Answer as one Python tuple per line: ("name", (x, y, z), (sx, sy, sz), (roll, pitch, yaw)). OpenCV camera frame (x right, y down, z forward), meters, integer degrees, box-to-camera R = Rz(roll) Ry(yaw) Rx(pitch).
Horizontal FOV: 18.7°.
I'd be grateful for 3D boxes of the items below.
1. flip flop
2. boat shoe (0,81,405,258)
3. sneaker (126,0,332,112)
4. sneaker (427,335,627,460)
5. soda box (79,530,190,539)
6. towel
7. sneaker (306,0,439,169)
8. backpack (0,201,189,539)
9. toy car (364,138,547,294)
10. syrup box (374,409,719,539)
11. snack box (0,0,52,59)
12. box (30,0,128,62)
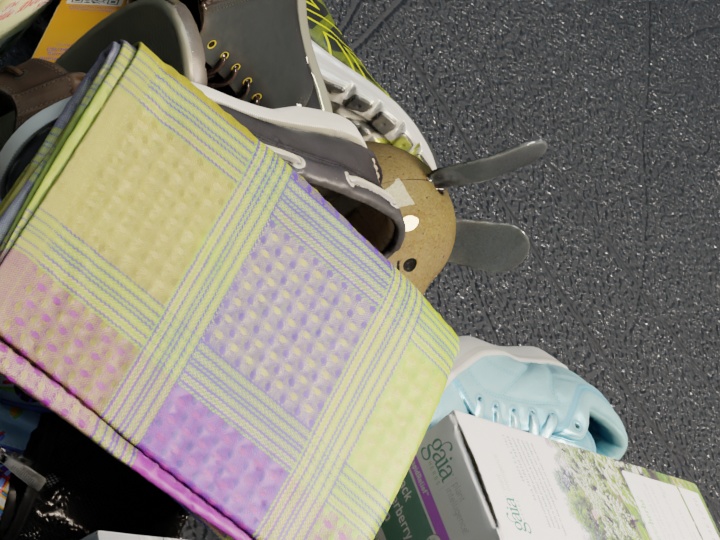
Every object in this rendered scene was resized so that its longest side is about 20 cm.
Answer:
("flip flop", (-0.152, -0.060, 0.984), (0.057, 0.199, 0.082), (2, 70, -61))
("boat shoe", (-0.060, -0.029, 0.902), (0.199, 0.074, 0.060), (4, 42, -49))
("sneaker", (-0.073, -0.098, 1.136), (0.106, 0.074, 0.202), (-43, 132, -52))
("sneaker", (0.081, 0.081, 1.124), (0.082, 0.074, 0.199), (30, 19, 27))
("soda box", (-0.047, 0.151, 0.866), (0.199, 0.063, 0.069), (15, 55, -47))
("towel", (-0.056, 0.020, 0.842), (0.200, 0.023, 0.144), (39, 61, -21))
("sneaker", (-0.024, -0.117, 1.255), (0.200, 0.074, 0.085), (42, 37, -21))
("backpack", (-0.166, 0.036, 0.895), (0.199, 0.135, 0.183), (17, 21, -32))
("toy car", (0.000, 0.000, 1.063), (0.198, 0.165, 0.159), (-18, 62, -15))
("syrup box", (0.097, 0.141, 1.085), (0.199, 0.081, 0.079), (18, 38, -42))
("snack box", (-0.213, -0.104, 1.036), (0.037, 0.116, 0.200), (47, 28, -1))
("box", (-0.136, -0.077, 1.113), (0.041, 0.120, 0.201), (6, 33, 6))
